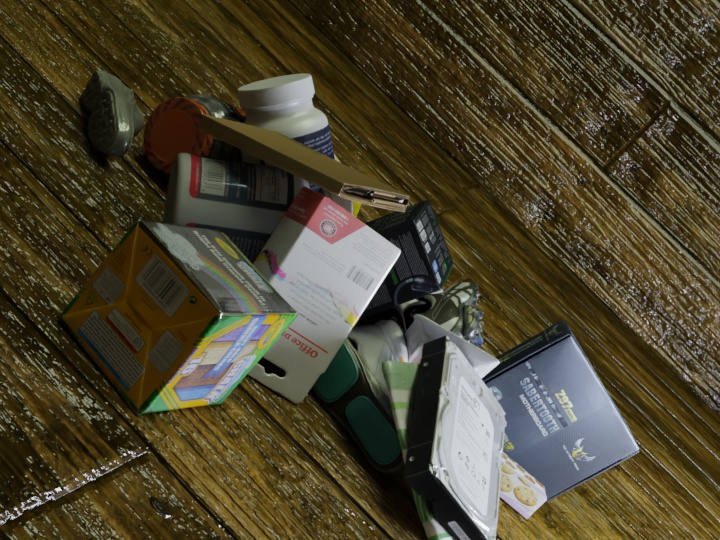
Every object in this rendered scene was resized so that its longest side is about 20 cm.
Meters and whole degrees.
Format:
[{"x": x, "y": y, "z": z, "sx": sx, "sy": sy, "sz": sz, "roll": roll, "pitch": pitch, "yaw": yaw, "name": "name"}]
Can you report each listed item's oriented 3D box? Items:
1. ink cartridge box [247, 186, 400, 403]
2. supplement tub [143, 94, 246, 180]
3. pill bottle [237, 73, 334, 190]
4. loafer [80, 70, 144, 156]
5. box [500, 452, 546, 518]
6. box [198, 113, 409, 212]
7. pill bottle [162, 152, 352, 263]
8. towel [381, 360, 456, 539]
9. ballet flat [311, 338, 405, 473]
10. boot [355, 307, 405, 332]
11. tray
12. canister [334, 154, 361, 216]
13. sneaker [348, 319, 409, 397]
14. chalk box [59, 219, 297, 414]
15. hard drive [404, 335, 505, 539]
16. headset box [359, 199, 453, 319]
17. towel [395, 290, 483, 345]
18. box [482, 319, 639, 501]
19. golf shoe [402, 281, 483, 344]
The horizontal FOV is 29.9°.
[{"x": -0.062, "y": 0.027, "z": 1.444, "sx": 0.116, "sy": 0.201, "sz": 0.067, "roll": 35, "pitch": -3, "yaw": -28, "name": "ink cartridge box"}, {"x": -0.186, "y": -0.157, "z": 1.752, "sx": 0.123, "sy": 0.123, "sz": 0.200, "roll": 48, "pitch": 15, "yaw": 22, "name": "supplement tub"}, {"x": -0.089, "y": -0.137, "z": 1.680, "sx": 0.116, "sy": 0.115, "sz": 0.201, "roll": -82, "pitch": 163, "yaw": -73, "name": "pill bottle"}, {"x": -0.296, "y": -0.190, "z": 1.658, "sx": 0.069, "sy": 0.070, "sz": 0.200, "roll": 25, "pitch": 20, "yaw": -27, "name": "loafer"}, {"x": 0.148, "y": 0.231, "z": 1.687, "sx": 0.200, "sy": 0.041, "sz": 0.039, "roll": 41, "pitch": 14, "yaw": -11, "name": "box"}, {"x": -0.061, "y": -0.119, "z": 1.500, "sx": 0.199, "sy": 0.021, "sz": 0.163, "roll": 28, "pitch": 11, "yaw": 26, "name": "box"}, {"x": -0.115, "y": -0.058, "z": 1.508, "sx": 0.199, "sy": 0.120, "sz": 0.120, "roll": 8, "pitch": 24, "yaw": -13, "name": "pill bottle"}, {"x": 0.085, "y": 0.198, "z": 1.473, "sx": 0.152, "sy": 0.023, "sz": 0.201, "roll": 12, "pitch": 62, "yaw": -61, "name": "towel"}, {"x": -0.004, "y": 0.142, "z": 1.499, "sx": 0.200, "sy": 0.067, "sz": 0.064, "roll": 55, "pitch": 11, "yaw": 22, "name": "ballet flat"}, {"x": 0.057, "y": 0.102, "z": 1.759, "sx": 0.203, "sy": 0.074, "sz": 0.154, "roll": 36, "pitch": 18, "yaw": -20, "name": "boot"}, {"x": 0.096, "y": 0.107, "z": 1.604, "sx": 0.107, "sy": 0.022, "sz": 0.200, "roll": 29, "pitch": -15, "yaw": 2, "name": "tray"}, {"x": -0.087, "y": -0.123, "z": 1.875, "sx": 0.086, "sy": 0.149, "sz": 0.200, "roll": -4, "pitch": 44, "yaw": -36, "name": "canister"}, {"x": 0.022, "y": 0.147, "z": 1.572, "sx": 0.091, "sy": 0.076, "sz": 0.201, "roll": -1, "pitch": 48, "yaw": -28, "name": "sneaker"}, {"x": -0.155, "y": 0.043, "z": 1.253, "sx": 0.124, "sy": 0.124, "sz": 0.200, "roll": 46, "pitch": 13, "yaw": 18, "name": "chalk box"}, {"x": 0.106, "y": 0.186, "z": 1.459, "sx": 0.140, "sy": 0.038, "sz": 0.201, "roll": 53, "pitch": 29, "yaw": -29, "name": "hard drive"}, {"x": 0.000, "y": 0.000, "z": 1.653, "sx": 0.174, "sy": 0.199, "sz": 0.093, "roll": -51, "pitch": 120, "yaw": -77, "name": "headset box"}, {"x": 0.075, "y": 0.028, "z": 1.808, "sx": 0.147, "sy": 0.024, "sz": 0.200, "roll": 6, "pitch": 43, "yaw": -57, "name": "towel"}, {"x": 0.244, "y": 0.185, "z": 1.739, "sx": 0.201, "sy": 0.157, "sz": 0.051, "roll": 57, "pitch": 9, "yaw": -19, "name": "box"}, {"x": 0.100, "y": 0.050, "z": 1.691, "sx": 0.094, "sy": 0.078, "sz": 0.200, "roll": 15, "pitch": 9, "yaw": -2, "name": "golf shoe"}]
